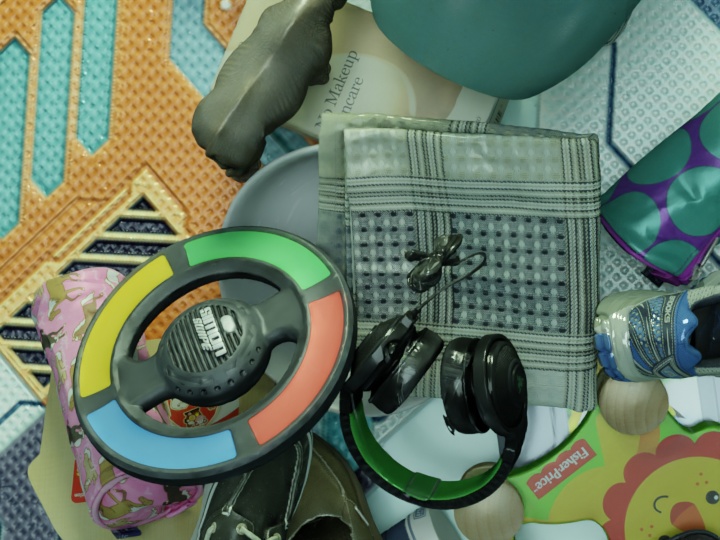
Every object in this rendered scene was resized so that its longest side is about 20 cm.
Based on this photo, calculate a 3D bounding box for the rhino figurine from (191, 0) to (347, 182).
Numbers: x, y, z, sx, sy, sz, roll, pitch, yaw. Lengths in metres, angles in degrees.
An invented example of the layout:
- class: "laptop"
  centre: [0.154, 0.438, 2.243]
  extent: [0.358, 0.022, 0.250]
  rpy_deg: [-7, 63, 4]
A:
- class: "rhino figurine"
  centre: [-0.048, -0.152, 1.133]
  extent: [0.060, 0.087, 0.200]
  rpy_deg: [35, 95, 8]

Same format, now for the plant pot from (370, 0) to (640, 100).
- class: "plant pot"
  centre: [0.096, -0.212, 1.089]
  extent: [0.200, 0.201, 0.161]
  rpy_deg: [33, 116, 9]

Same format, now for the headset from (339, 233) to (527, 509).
- class: "headset"
  centre: [0.045, 0.071, 1.058]
  extent: [0.123, 0.094, 0.200]
  rpy_deg: [14, 118, 16]

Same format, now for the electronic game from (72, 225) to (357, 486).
- class: "electronic game"
  centre: [-0.098, 0.053, 1.095]
  extent: [0.200, 0.042, 0.200]
  rpy_deg: [-11, 51, 14]

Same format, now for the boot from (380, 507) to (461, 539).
- class: "boot"
  centre: [0.062, 0.276, 1.186]
  extent: [0.090, 0.073, 0.200]
  rpy_deg: [-32, 75, 14]

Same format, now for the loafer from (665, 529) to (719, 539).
- class: "loafer"
  centre: [0.175, 0.257, 1.093]
  extent: [0.200, 0.063, 0.072]
  rpy_deg: [-45, 94, 5]

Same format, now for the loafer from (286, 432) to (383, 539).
- class: "loafer"
  centre: [-0.030, 0.180, 1.172]
  extent: [0.076, 0.067, 0.200]
  rpy_deg: [-44, 57, 6]

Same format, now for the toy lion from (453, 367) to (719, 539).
- class: "toy lion"
  centre: [0.192, 0.172, 1.139]
  extent: [0.200, 0.069, 0.192]
  rpy_deg: [-38, 90, 6]

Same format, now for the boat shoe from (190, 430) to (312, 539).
- class: "boat shoe"
  centre: [-0.079, 0.187, 1.117]
  extent: [0.071, 0.064, 0.200]
  rpy_deg: [18, 101, -30]

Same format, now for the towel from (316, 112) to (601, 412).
- class: "towel"
  centre: [0.060, -0.005, 1.095]
  extent: [0.200, 0.035, 0.193]
  rpy_deg: [6, 110, 22]

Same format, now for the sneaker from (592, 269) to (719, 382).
- class: "sneaker"
  centre: [0.249, 0.039, 1.087]
  extent: [0.085, 0.200, 0.077]
  rpy_deg: [-4, 96, 51]

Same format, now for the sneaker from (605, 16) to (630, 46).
- class: "sneaker"
  centre: [0.169, -0.271, 1.185]
  extent: [0.115, 0.075, 0.200]
  rpy_deg: [25, 93, 12]

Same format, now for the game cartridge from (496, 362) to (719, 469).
- class: "game cartridge"
  centre: [0.195, 0.095, 1.184]
  extent: [0.200, 0.040, 0.134]
  rpy_deg: [-8, 90, 9]

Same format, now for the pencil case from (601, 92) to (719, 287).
- class: "pencil case"
  centre: [0.263, -0.076, 1.155]
  extent: [0.200, 0.085, 0.092]
  rpy_deg: [-43, 66, 6]

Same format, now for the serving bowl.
- class: "serving bowl"
  centre: [0.000, 0.000, 1.179]
  extent: [0.200, 0.066, 0.200]
  rpy_deg: [8, 111, 20]

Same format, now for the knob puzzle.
- class: "knob puzzle"
  centre: [-0.145, 0.142, 1.206]
  extent: [0.219, 0.030, 0.220]
  rpy_deg: [-6, 56, 10]

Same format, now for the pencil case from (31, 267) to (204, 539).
- class: "pencil case"
  centre: [-0.176, 0.089, 1.177]
  extent: [0.083, 0.087, 0.200]
  rpy_deg: [-11, 53, -19]

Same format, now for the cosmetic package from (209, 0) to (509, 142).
- class: "cosmetic package"
  centre: [0.003, -0.134, 1.206]
  extent: [0.200, 0.071, 0.105]
  rpy_deg: [22, 92, 9]
